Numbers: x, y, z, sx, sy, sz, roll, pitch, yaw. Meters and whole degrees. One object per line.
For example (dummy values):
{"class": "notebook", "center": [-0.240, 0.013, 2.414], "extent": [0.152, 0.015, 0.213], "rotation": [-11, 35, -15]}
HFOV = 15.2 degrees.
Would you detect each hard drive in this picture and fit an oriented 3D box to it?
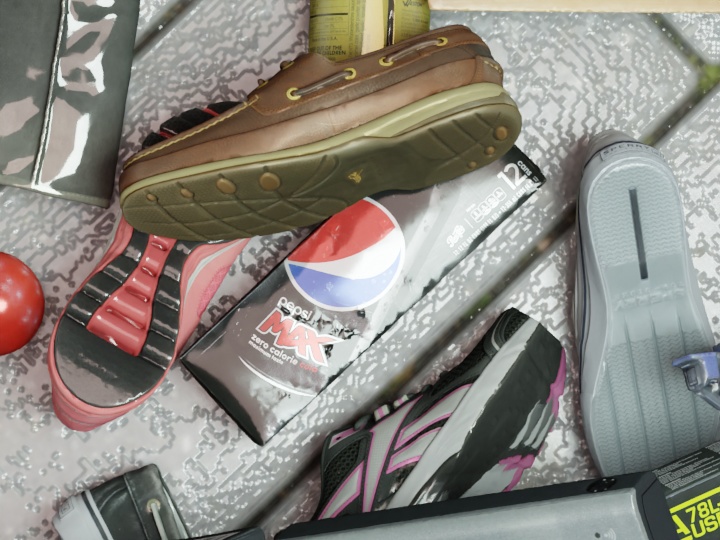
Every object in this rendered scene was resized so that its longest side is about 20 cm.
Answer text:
{"class": "hard drive", "center": [0.066, 0.173, 1.268], "extent": [0.200, 0.033, 0.140], "rotation": [-12, 106, 33]}

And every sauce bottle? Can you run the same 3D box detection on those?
{"class": "sauce bottle", "center": [0.008, -0.175, 1.390], "extent": [0.065, 0.065, 0.200], "rotation": [4, 88, -4]}

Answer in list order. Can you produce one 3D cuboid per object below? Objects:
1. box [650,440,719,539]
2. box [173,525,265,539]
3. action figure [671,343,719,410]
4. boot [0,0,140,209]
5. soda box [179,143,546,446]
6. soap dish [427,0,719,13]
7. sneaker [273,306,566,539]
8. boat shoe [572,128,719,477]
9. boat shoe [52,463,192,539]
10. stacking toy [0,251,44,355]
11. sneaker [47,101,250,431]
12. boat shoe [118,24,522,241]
{"class": "box", "center": [0.216, 0.168, 1.307], "extent": [0.200, 0.048, 0.193], "rotation": [-23, 102, -13]}
{"class": "box", "center": [-0.128, 0.211, 1.311], "extent": [0.200, 0.079, 0.141], "rotation": [-13, 94, 36]}
{"class": "action figure", "center": [0.216, 0.078, 1.381], "extent": [0.200, 0.105, 0.194], "rotation": [5, 82, -34]}
{"class": "boot", "center": [-0.120, -0.131, 1.374], "extent": [0.182, 0.073, 0.200], "rotation": [7, 81, 13]}
{"class": "soda box", "center": [0.000, 0.000, 1.382], "extent": [0.200, 0.071, 0.063], "rotation": [-43, 91, -4]}
{"class": "soap dish", "center": [0.129, -0.209, 1.385], "extent": [0.200, 0.081, 0.157], "rotation": [0, 89, -8]}
{"class": "sneaker", "center": [0.024, 0.094, 1.382], "extent": [0.086, 0.080, 0.200], "rotation": [28, 69, 30]}
{"class": "boat shoe", "center": [0.147, 0.022, 1.395], "extent": [0.073, 0.067, 0.200], "rotation": [-3, 112, -2]}
{"class": "boat shoe", "center": [-0.079, 0.190, 1.372], "extent": [0.071, 0.072, 0.200], "rotation": [-32, 89, 0]}
{"class": "stacking toy", "center": [-0.249, 0.056, 1.365], "extent": [0.200, 0.085, 0.085], "rotation": [-36, 92, -10]}
{"class": "sneaker", "center": [-0.105, -0.003, 1.378], "extent": [0.074, 0.087, 0.200], "rotation": [32, 63, -1]}
{"class": "boat shoe", "center": [-0.024, -0.068, 1.330], "extent": [0.200, 0.072, 0.068], "rotation": [-16, 63, -2]}
